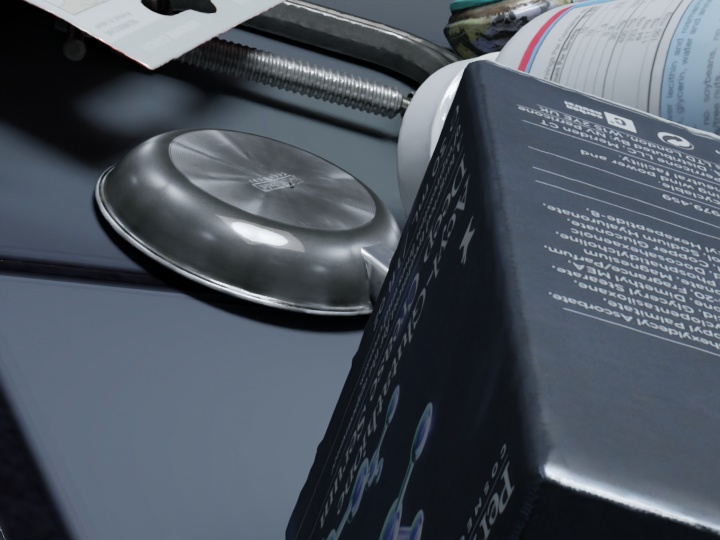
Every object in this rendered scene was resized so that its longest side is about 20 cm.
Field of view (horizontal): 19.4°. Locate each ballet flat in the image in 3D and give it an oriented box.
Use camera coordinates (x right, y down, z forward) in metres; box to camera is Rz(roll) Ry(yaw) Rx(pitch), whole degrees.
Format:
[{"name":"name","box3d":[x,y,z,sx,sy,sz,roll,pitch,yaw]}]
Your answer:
[{"name":"ballet flat","box3d":[0.079,-0.096,0.909,0.072,0.072,0.200,23,13,3]}]

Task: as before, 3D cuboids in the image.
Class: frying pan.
[{"name":"frying pan","box3d":[-0.014,-0.001,0.701,0.115,0.031,0.190,1,28,-37]}]

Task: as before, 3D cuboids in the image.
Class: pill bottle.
[{"name":"pill bottle","box3d":[0.109,-0.041,0.696,0.109,0.109,0.200,-2,-1,-42]}]

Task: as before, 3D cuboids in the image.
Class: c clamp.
[{"name":"c clamp","box3d":[-0.034,-0.087,0.871,0.200,0.027,0.171,12,20,-17]}]

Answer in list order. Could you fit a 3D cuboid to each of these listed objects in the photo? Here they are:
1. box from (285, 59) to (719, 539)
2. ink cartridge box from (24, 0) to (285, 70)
[{"name":"box","box3d":[0.053,0.067,0.462,0.107,0.149,0.200,17,24,-9]},{"name":"ink cartridge box","box3d":[-0.141,-0.116,0.806,0.200,0.047,0.160,25,24,10]}]
